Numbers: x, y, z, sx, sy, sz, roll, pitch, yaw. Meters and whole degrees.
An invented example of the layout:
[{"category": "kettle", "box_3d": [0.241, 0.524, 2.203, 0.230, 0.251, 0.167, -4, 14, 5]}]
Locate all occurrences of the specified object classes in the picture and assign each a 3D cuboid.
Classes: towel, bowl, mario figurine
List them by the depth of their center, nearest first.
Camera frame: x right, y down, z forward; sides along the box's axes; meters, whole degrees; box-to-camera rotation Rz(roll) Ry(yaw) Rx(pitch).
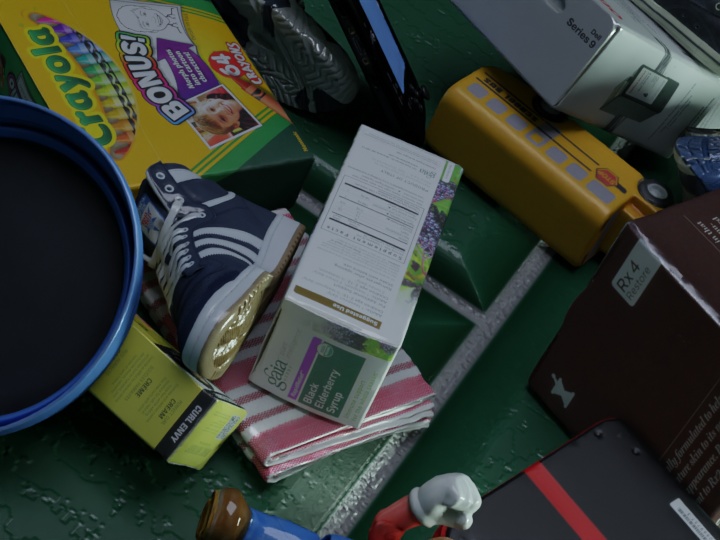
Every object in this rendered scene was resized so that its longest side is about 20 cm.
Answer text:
[{"category": "mario figurine", "box_3d": [0.007, 0.178, 0.948, 0.198, 0.124, 0.106, 11, 31, -11]}, {"category": "bowl", "box_3d": [-0.220, 0.000, 0.984, 0.199, 0.039, 0.202, -2, 76, 7]}, {"category": "towel", "box_3d": [-0.058, 0.044, 1.118, 0.146, 0.030, 0.200, -15, 54, -38]}]

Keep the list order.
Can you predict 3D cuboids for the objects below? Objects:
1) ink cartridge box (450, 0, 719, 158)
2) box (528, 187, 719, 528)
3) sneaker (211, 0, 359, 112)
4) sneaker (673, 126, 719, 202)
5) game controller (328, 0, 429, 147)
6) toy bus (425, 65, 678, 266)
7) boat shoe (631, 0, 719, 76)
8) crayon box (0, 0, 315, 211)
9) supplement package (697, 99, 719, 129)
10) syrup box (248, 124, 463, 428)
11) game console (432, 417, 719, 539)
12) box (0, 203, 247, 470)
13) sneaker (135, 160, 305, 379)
[{"category": "ink cartridge box", "box_3d": [0.183, -0.182, 1.362, 0.199, 0.084, 0.146, 14, 31, -53]}, {"category": "box", "box_3d": [0.259, 0.054, 1.163, 0.199, 0.166, 0.164, -20, 59, -39]}, {"category": "sneaker", "box_3d": [-0.058, -0.213, 1.333, 0.198, 0.080, 0.130, 32, 48, 18]}, {"category": "sneaker", "box_3d": [0.282, -0.062, 1.316, 0.076, 0.086, 0.200, 4, 9, 15]}, {"category": "game controller", "box_3d": [0.003, -0.188, 1.279, 0.042, 0.201, 0.104, -25, 25, 6]}, {"category": "toy bus", "box_3d": [0.150, -0.071, 1.309, 0.200, 0.065, 0.078, 41, 43, 15]}, {"category": "boat shoe", "box_3d": [0.258, -0.228, 1.381, 0.200, 0.062, 0.074, 47, 20, 26]}, {"category": "crayon box", "box_3d": [-0.155, -0.120, 1.205, 0.172, 0.058, 0.201, -11, 54, -35]}, {"category": "supplement package", "box_3d": [0.383, -0.162, 1.479, 0.199, 0.122, 0.120, 16, 42, -13]}, {"category": "syrup box", "box_3d": [0.000, 0.000, 1.109, 0.081, 0.079, 0.201, 23, 40, -2]}, {"category": "game console", "box_3d": [0.157, 0.200, 1.047, 0.176, 0.031, 0.200, -25, 63, -32]}, {"category": "box", "box_3d": [-0.162, 0.036, 1.027, 0.200, 0.050, 0.075, 40, -1, 16]}, {"category": "sneaker", "box_3d": [-0.107, -0.004, 1.048, 0.108, 0.070, 0.200, 28, 21, 1]}]
